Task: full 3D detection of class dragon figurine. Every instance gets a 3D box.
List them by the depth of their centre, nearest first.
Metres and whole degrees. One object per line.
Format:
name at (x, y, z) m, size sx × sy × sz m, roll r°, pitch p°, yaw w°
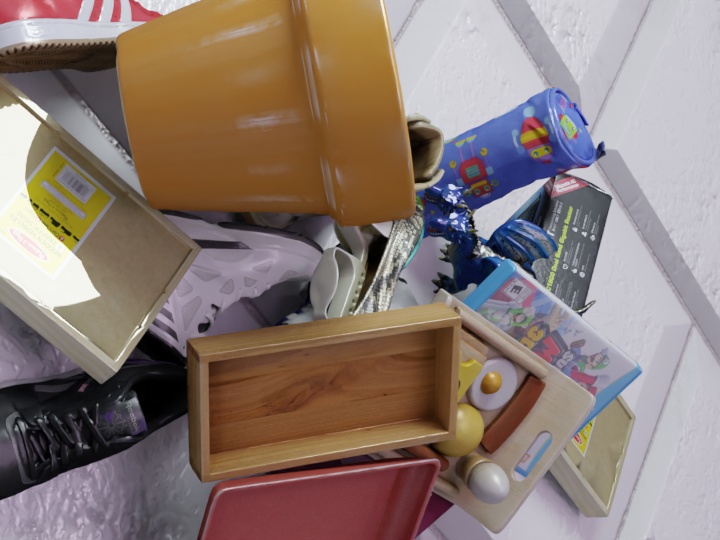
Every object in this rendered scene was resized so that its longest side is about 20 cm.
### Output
dragon figurine at (0.126, -0.004, 1.282) m, size 0.200 × 0.099 × 0.059 m, roll 26°, pitch 61°, yaw -14°

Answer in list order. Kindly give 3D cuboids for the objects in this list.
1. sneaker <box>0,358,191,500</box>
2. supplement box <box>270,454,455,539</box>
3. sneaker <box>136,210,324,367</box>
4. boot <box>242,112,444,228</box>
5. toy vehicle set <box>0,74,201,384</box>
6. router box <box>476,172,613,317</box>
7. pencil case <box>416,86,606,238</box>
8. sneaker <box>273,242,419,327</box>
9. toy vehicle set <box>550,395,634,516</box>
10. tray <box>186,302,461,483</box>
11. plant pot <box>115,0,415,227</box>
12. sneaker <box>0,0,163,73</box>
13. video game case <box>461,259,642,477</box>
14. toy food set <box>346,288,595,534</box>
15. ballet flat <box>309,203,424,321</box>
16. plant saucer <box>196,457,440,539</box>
sneaker at (-0.198, 0.102, 1.052) m, size 0.200 × 0.087 × 0.076 m, roll -26°, pitch 104°, yaw -49°
supplement box at (0.024, 0.161, 1.302) m, size 0.200 × 0.086 × 0.111 m, roll -32°, pitch 107°, yaw -47°
sneaker at (-0.118, 0.019, 1.183) m, size 0.200 × 0.076 × 0.116 m, roll 9°, pitch 84°, yaw -38°
boot at (0.010, -0.093, 1.276) m, size 0.200 × 0.154 × 0.072 m, roll -31°, pitch 103°, yaw -52°
toy vehicle set at (-0.217, -0.033, 1.052) m, size 0.200 × 0.026 × 0.124 m, roll 42°, pitch 52°, yaw -13°
router box at (0.156, 0.026, 1.426) m, size 0.062 × 0.150 × 0.200 m, roll 24°, pitch 61°, yaw -9°
pencil case at (0.116, -0.097, 1.373) m, size 0.078 × 0.200 × 0.087 m, roll 62°, pitch 32°, yaw -8°
sneaker at (-0.029, 0.042, 1.276) m, size 0.199 × 0.081 × 0.115 m, roll -9°, pitch 62°, yaw -32°
toy vehicle set at (0.215, 0.144, 1.549) m, size 0.200 × 0.026 × 0.124 m, roll 52°, pitch 47°, yaw -36°
tray at (-0.025, 0.086, 1.107) m, size 0.199 × 0.037 × 0.099 m, roll -7°, pitch 112°, yaw -21°
plant pot at (-0.069, -0.120, 1.071) m, size 0.200 × 0.183 × 0.201 m, roll 169°, pitch -90°, yaw -88°
sneaker at (-0.213, -0.204, 1.104) m, size 0.200 × 0.071 × 0.113 m, roll -14°, pitch 83°, yaw -61°
video game case at (0.133, 0.088, 1.286) m, size 0.200 × 0.143 × 0.018 m, roll 36°, pitch 14°, yaw -40°
toy food set at (0.086, 0.117, 1.215) m, size 0.200 × 0.060 × 0.144 m, roll 34°, pitch 93°, yaw -39°
ballet flat at (0.000, 0.000, 1.217) m, size 0.075 × 0.068 × 0.200 m, roll 45°, pitch 45°, yaw -28°
plant saucer at (-0.053, 0.223, 1.149) m, size 0.199 × 0.037 × 0.200 m, roll -3°, pitch 123°, yaw -36°
